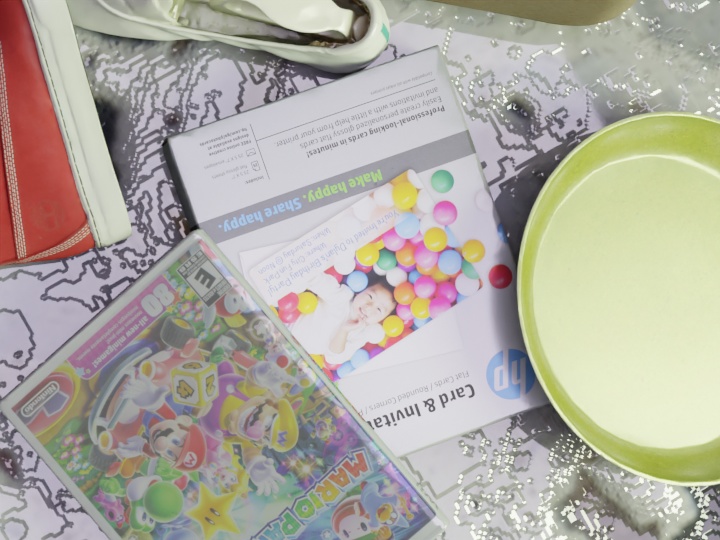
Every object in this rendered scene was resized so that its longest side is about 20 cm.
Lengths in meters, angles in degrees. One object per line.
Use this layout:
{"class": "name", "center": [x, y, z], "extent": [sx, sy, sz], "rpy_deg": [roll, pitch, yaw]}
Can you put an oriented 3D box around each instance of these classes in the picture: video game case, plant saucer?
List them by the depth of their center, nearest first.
{"class": "video game case", "center": [-0.071, 0.100, 1.204], "extent": [0.143, 0.018, 0.200], "rpy_deg": [-41, 88, 9]}
{"class": "plant saucer", "center": [0.167, 0.016, 1.246], "extent": [0.200, 0.031, 0.200], "rpy_deg": [3, 81, -22]}

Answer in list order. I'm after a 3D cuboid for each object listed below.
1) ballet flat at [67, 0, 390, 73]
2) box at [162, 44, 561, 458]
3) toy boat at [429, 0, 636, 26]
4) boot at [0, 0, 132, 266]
{"class": "ballet flat", "center": [-0.079, -0.149, 1.217], "extent": [0.200, 0.069, 0.070], "rpy_deg": [13, 86, -7]}
{"class": "box", "center": [0.000, 0.000, 1.236], "extent": [0.156, 0.041, 0.200], "rpy_deg": [-19, 92, -8]}
{"class": "toy boat", "center": [0.067, -0.211, 1.212], "extent": [0.200, 0.131, 0.131], "rpy_deg": [10, 79, -8]}
{"class": "boot", "center": [-0.210, -0.090, 1.181], "extent": [0.144, 0.072, 0.200], "rpy_deg": [-16, 105, -6]}
